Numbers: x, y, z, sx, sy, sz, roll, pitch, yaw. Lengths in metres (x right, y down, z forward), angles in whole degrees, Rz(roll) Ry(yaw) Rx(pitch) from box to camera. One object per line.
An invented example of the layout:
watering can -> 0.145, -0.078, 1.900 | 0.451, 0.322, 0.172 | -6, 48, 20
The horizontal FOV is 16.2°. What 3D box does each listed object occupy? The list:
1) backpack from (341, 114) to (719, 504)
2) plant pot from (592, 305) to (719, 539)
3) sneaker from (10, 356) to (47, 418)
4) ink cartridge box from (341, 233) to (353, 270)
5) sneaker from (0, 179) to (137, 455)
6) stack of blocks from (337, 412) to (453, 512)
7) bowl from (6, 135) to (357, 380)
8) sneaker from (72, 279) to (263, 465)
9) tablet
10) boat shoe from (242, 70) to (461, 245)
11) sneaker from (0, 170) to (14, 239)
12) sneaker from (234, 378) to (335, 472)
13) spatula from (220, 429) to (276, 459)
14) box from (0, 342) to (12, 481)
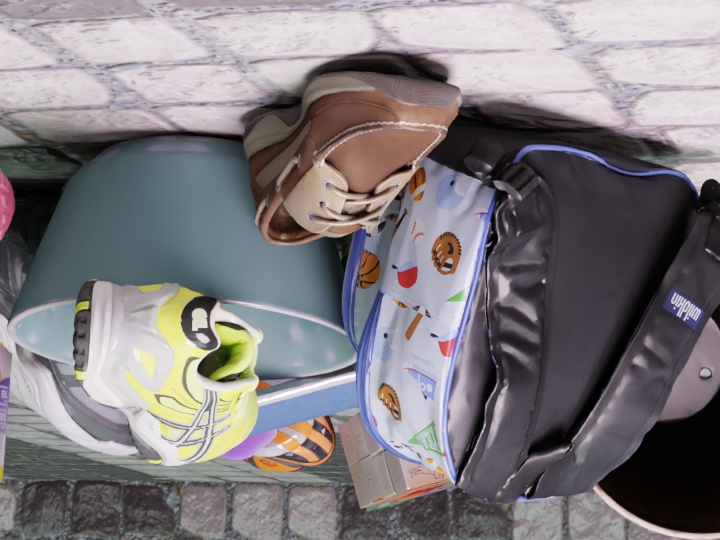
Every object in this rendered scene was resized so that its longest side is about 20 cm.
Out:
backpack -> 0.077, 0.022, 1.344 | 0.199, 0.192, 0.154 | 10, -177, -40
plant pot -> 0.217, 0.072, 1.719 | 0.186, 0.188, 0.200 | 2, -176, -1
sneaker -> -0.255, 0.016, 1.722 | 0.115, 0.074, 0.200 | 30, 150, 17
ink cartridge box -> 0.000, 0.000, 1.566 | 0.199, 0.076, 0.148 | 2, 170, -10
sneaker -> -0.159, 0.030, 1.559 | 0.113, 0.076, 0.201 | -14, 121, 34
stack of blocks -> 0.048, 0.115, 1.680 | 0.114, 0.059, 0.200 | -13, 173, -17
bowl -> -0.095, -0.009, 1.419 | 0.199, 0.106, 0.201 | 2, 164, 1
sneaker -> -0.084, 0.058, 1.325 | 0.076, 0.076, 0.200 | -1, 165, 16
tablet -> 0.001, 0.069, 1.540 | 0.199, 0.014, 0.130 | -14, 170, -8
boat shoe -> -0.004, -0.052, 1.268 | 0.075, 0.072, 0.200 | 5, 170, -18
sneaker -> -0.280, -0.051, 1.354 | 0.199, 0.081, 0.075 | 9, -174, 6
sneaker -> -0.105, 0.088, 1.719 | 0.199, 0.078, 0.112 | 27, 171, 24
spatula -> -0.136, 0.045, 1.624 | 0.056, 0.200, 0.021 | -42, 180, 42
box -> -0.264, 0.053, 1.563 | 0.048, 0.201, 0.117 | -4, 168, 29
